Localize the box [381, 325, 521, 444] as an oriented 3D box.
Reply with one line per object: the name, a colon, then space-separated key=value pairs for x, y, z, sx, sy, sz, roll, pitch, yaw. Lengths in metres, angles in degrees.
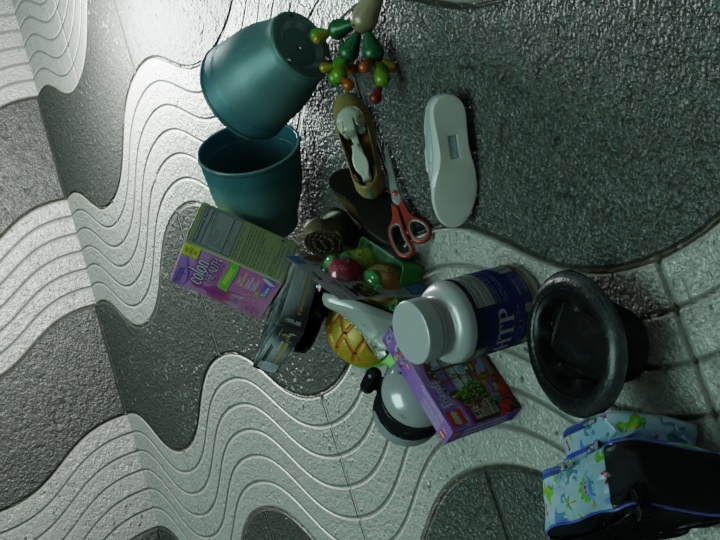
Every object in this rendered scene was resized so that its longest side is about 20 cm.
box: x=0.140 y=0.159 z=1.480 sx=0.200 sy=0.136 sz=0.039 roll=58 pitch=145 yaw=28

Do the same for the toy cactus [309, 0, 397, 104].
toy cactus: x=-0.001 y=-0.377 z=1.577 sx=0.200 sy=0.102 sz=0.166 roll=48 pitch=120 yaw=43

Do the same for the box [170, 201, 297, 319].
box: x=-0.247 y=-0.015 z=1.844 sx=0.176 sy=0.199 sz=0.097 roll=-51 pitch=17 yaw=58

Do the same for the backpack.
backpack: x=0.325 y=0.260 z=1.179 sx=0.200 sy=0.182 sz=0.148 roll=135 pitch=140 yaw=-53

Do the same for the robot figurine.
robot figurine: x=0.087 y=0.217 z=1.585 sx=0.200 sy=0.149 sz=0.125 roll=104 pitch=152 yaw=-63

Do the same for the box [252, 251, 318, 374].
box: x=-0.134 y=0.081 z=1.755 sx=0.200 sy=0.048 sz=0.159 roll=126 pitch=162 yaw=-55

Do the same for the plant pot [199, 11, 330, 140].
plant pot: x=-0.159 y=-0.368 z=1.740 sx=0.188 sy=0.199 sz=0.201 roll=-26 pitch=78 yaw=43

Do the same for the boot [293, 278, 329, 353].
boot: x=-0.098 y=0.091 z=1.822 sx=0.175 sy=0.069 sz=0.200 roll=-73 pitch=6 yaw=-45

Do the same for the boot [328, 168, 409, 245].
boot: x=0.024 y=-0.099 z=1.666 sx=0.200 sy=0.073 sz=0.076 roll=45 pitch=167 yaw=36

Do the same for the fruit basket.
fruit basket: x=0.000 y=0.000 z=1.593 sx=0.185 sy=0.199 sz=0.094 roll=36 pitch=115 yaw=49

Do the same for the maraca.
maraca: x=0.020 y=0.111 z=1.698 sx=0.199 sy=0.107 sz=0.138 roll=16 pitch=106 yaw=34

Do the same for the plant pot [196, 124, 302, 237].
plant pot: x=-0.201 y=-0.163 z=1.872 sx=0.200 sy=0.199 sz=0.189 roll=40 pitch=149 yaw=45

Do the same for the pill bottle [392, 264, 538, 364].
pill bottle: x=0.151 y=0.067 z=1.363 sx=0.120 sy=0.199 sz=0.120 roll=30 pitch=126 yaw=51

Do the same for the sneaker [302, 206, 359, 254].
sneaker: x=-0.053 y=-0.073 z=1.694 sx=0.067 sy=0.200 sz=0.090 roll=-17 pitch=68 yaw=18

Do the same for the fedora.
fedora: x=0.299 y=0.092 z=1.222 sx=0.200 sy=0.091 sz=0.202 roll=180 pitch=90 yaw=-66

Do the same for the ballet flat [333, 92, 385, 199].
ballet flat: x=-0.003 y=-0.221 z=1.628 sx=0.063 sy=0.068 sz=0.201 roll=31 pitch=-140 yaw=-73

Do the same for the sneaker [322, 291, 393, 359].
sneaker: x=0.018 y=0.101 z=1.612 sx=0.199 sy=0.073 sz=0.085 roll=23 pitch=93 yaw=8

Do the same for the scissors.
scissors: x=0.055 y=-0.115 z=1.598 sx=0.073 sy=0.014 sz=0.201 roll=-33 pitch=69 yaw=18

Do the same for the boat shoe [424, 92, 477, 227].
boat shoe: x=0.128 y=-0.168 z=1.450 sx=0.069 sy=0.072 sz=0.201 roll=-132 pitch=29 yaw=-73
